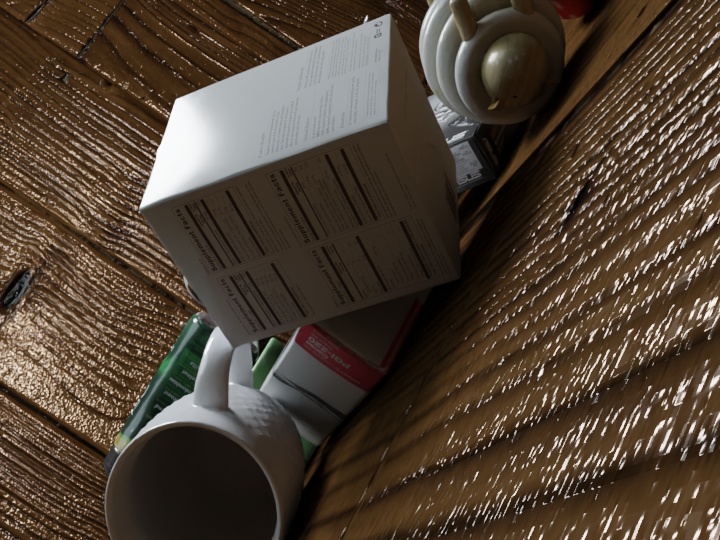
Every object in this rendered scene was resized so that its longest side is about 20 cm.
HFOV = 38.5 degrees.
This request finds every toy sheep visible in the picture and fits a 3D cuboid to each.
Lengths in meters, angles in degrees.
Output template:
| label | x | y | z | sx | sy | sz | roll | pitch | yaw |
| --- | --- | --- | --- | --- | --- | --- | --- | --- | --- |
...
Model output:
| label | x | y | z | sx | sy | sz | roll | pitch | yaw |
| --- | --- | --- | --- | --- | --- | --- | --- | --- | --- |
| toy sheep | 0.111 | -0.197 | 0.894 | 0.139 | 0.136 | 0.201 | -56 | 22 | 19 |

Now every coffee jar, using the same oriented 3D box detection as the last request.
| label | x | y | z | sx | sy | sz | roll | pitch | yaw |
| --- | --- | --- | --- | --- | --- | --- | --- | --- | --- |
| coffee jar | -0.194 | 0.149 | 1.108 | 0.202 | 0.084 | 0.104 | -59 | 2 | -1 |

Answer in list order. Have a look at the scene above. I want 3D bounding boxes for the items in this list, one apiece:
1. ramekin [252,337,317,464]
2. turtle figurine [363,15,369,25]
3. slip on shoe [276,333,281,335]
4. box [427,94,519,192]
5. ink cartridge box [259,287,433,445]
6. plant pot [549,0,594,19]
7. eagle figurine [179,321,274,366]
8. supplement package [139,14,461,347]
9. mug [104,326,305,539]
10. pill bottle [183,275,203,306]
| label | x | y | z | sx | sy | sz | roll | pitch | yaw |
| --- | --- | --- | --- | --- | --- | --- | --- | --- | --- |
| ramekin | -0.107 | 0.183 | 1.095 | 0.202 | 0.097 | 0.200 | -58 | 2 | 3 |
| turtle figurine | 0.072 | -0.156 | 1.203 | 0.143 | 0.199 | 0.196 | -3 | -53 | -54 |
| slip on shoe | -0.077 | 0.030 | 0.989 | 0.073 | 0.062 | 0.200 | -18 | 5 | -13 |
| box | 0.060 | -0.117 | 1.019 | 0.198 | 0.049 | 0.159 | -20 | 27 | 35 |
| ink cartridge box | -0.011 | 0.053 | 0.936 | 0.147 | 0.084 | 0.201 | -59 | 1 | -32 |
| plant pot | 0.172 | -0.353 | 0.966 | 0.185 | 0.198 | 0.201 | -60 | 2 | 14 |
| eagle figurine | -0.140 | 0.115 | 1.283 | 0.198 | 0.150 | 0.154 | 17 | -83 | -50 |
| supplement package | -0.039 | -0.067 | 0.806 | 0.196 | 0.152 | 0.153 | -17 | 37 | 17 |
| mug | -0.116 | 0.147 | 0.871 | 0.175 | 0.144 | 0.205 | -51 | -35 | -78 |
| pill bottle | -0.154 | -0.044 | 1.260 | 0.110 | 0.108 | 0.201 | -59 | -5 | -38 |
